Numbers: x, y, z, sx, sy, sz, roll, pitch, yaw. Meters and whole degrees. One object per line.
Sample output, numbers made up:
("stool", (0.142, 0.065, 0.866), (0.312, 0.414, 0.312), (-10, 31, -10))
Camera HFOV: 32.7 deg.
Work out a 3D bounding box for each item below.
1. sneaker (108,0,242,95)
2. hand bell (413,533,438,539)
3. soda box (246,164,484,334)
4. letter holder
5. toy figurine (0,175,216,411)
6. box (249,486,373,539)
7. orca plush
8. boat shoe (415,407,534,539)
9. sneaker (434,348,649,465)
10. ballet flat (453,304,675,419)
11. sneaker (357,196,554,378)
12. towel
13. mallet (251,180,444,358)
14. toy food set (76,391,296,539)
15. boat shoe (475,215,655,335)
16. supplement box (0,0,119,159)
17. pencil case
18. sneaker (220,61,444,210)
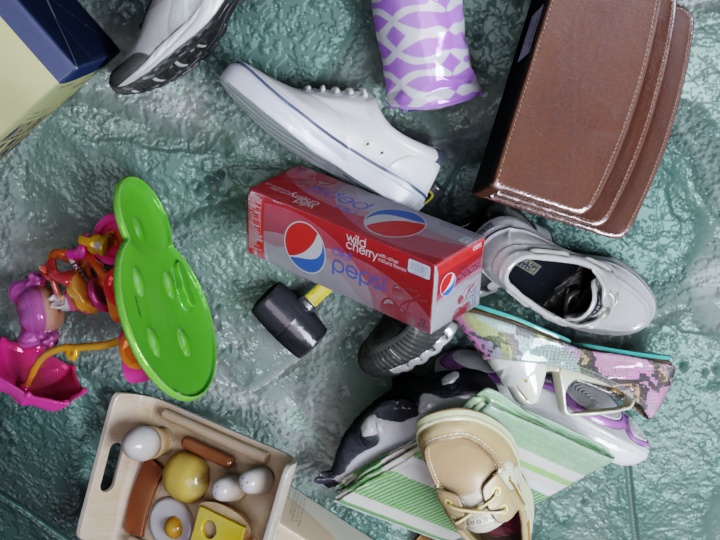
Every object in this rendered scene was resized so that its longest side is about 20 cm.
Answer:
("sneaker", (-0.142, -0.227, 1.006), (0.079, 0.074, 0.200), (41, 98, 2))
("hand bell", (0.123, 0.319, 1.137), (0.200, 0.104, 0.104), (43, 104, 4))
("soda box", (0.000, -0.021, 0.992), (0.200, 0.070, 0.064), (23, 126, 33))
("letter holder", (0.189, -0.136, 0.960), (0.142, 0.101, 0.200), (18, 89, -3))
("toy figurine", (-0.248, 0.041, 1.065), (0.184, 0.150, 0.200), (-19, 82, 18))
("box", (-0.028, 0.290, 1.131), (0.200, 0.078, 0.095), (33, 105, -5))
("orca plush", (0.042, 0.126, 1.070), (0.105, 0.071, 0.200), (18, 138, -22))
("boat shoe", (0.100, 0.181, 0.992), (0.074, 0.066, 0.200), (-17, 138, 18))
("sneaker", (0.154, 0.139, 1.087), (0.200, 0.075, 0.100), (19, 113, 7))
("ballet flat", (0.167, 0.083, 1.018), (0.200, 0.069, 0.071), (15, 84, -13))
("sneaker", (0.063, 0.008, 1.041), (0.200, 0.066, 0.090), (-40, 125, 9))
("towel", (0.093, 0.175, 1.055), (0.152, 0.023, 0.200), (27, 132, -29))
("mallet", (0.000, 0.000, 1.073), (0.200, 0.041, 0.066), (-35, 99, 8))
("toy food set", (-0.157, 0.205, 1.079), (0.200, 0.060, 0.144), (18, 95, 30))
("boat shoe", (0.179, 0.016, 1.010), (0.200, 0.066, 0.072), (28, 108, -34))
("supplement box", (-0.346, -0.183, 0.993), (0.200, 0.134, 0.200), (-38, 100, 13))
("pencil case", (0.052, -0.224, 0.983), (0.085, 0.084, 0.200), (-18, 109, -28))
("sneaker", (-0.022, -0.124, 1.030), (0.200, 0.073, 0.071), (33, 82, -6))
